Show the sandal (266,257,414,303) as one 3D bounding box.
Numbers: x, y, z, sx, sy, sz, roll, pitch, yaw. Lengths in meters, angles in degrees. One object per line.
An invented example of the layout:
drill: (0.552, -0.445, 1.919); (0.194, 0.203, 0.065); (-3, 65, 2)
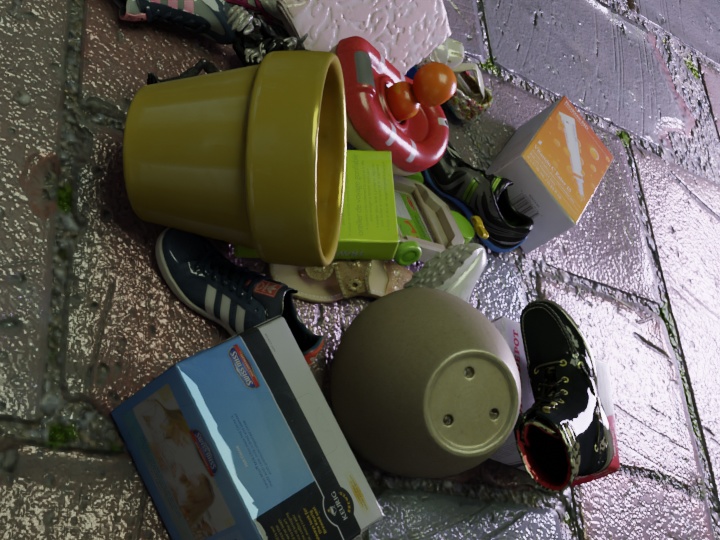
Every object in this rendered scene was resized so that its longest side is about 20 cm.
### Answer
sandal: (-0.001, -0.005, 1.084); (0.210, 0.069, 0.079); (12, 58, -37)

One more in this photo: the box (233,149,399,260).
box: (-0.061, -0.074, 1.041); (0.197, 0.048, 0.124); (1, 61, -10)

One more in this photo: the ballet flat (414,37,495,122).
ballet flat: (0.124, -0.279, 1.316); (0.200, 0.063, 0.077); (38, 47, -48)

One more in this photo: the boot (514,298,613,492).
boot: (0.207, 0.132, 1.041); (0.153, 0.073, 0.206); (-3, 73, -61)

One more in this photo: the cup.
cup: (0.083, 0.123, 0.970); (0.197, 0.143, 0.204); (-1, 93, -18)

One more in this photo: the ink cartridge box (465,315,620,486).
ink cartridge box: (0.216, 0.162, 1.172); (0.198, 0.083, 0.149); (23, 53, -31)

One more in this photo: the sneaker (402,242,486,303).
sneaker: (0.080, 0.056, 1.083); (0.080, 0.076, 0.200); (44, 79, -18)

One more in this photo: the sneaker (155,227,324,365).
sneaker: (-0.114, 0.022, 0.956); (0.200, 0.084, 0.075); (45, 44, -12)

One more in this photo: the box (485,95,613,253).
box: (0.267, -0.140, 1.383); (0.125, 0.097, 0.200); (48, 43, -9)

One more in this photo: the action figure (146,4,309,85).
action figure: (-0.120, -0.212, 1.032); (0.199, 0.102, 0.120); (-32, 92, -20)

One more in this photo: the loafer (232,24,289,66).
loafer: (-0.088, -0.188, 1.124); (0.070, 0.068, 0.203); (-22, 84, -13)

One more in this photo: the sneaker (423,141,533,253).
sneaker: (0.156, -0.114, 1.278); (0.200, 0.082, 0.071); (47, 44, -10)

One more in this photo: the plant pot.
plant pot: (-0.116, -0.107, 0.920); (0.186, 0.202, 0.203); (2, 55, 7)

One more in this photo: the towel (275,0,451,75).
towel: (0.010, -0.306, 1.164); (0.200, 0.032, 0.192); (-41, 136, -11)

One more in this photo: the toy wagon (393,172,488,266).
toy wagon: (0.075, -0.061, 1.184); (0.198, 0.040, 0.156); (13, 42, -38)

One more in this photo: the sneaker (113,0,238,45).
sneaker: (-0.225, -0.294, 1.065); (0.199, 0.070, 0.083); (30, 66, -22)

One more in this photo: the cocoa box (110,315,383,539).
cocoa box: (-0.101, 0.169, 0.845); (0.130, 0.133, 0.202); (-22, 82, -46)

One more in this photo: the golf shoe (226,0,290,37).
golf shoe: (-0.111, -0.335, 1.163); (0.198, 0.092, 0.073); (28, 50, -25)

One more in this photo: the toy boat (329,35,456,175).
toy boat: (0.054, -0.200, 1.127); (0.199, 0.129, 0.132); (27, 49, -56)

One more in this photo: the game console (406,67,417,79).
game console: (0.053, -0.346, 1.298); (0.117, 0.173, 0.202); (13, 51, 2)
